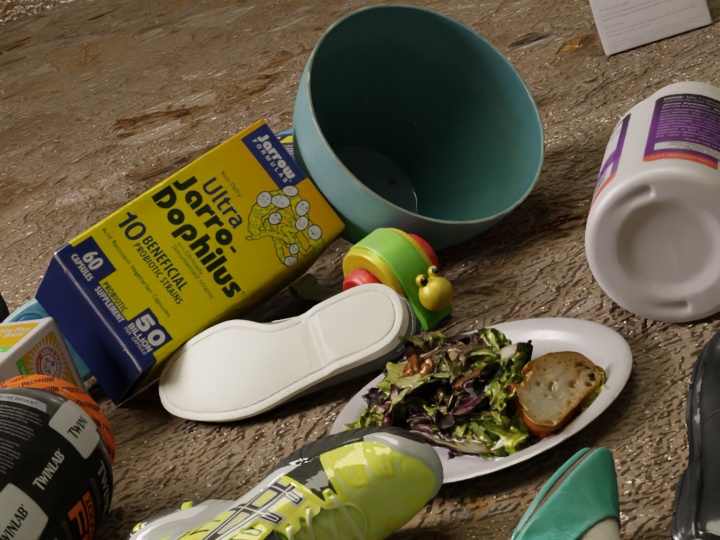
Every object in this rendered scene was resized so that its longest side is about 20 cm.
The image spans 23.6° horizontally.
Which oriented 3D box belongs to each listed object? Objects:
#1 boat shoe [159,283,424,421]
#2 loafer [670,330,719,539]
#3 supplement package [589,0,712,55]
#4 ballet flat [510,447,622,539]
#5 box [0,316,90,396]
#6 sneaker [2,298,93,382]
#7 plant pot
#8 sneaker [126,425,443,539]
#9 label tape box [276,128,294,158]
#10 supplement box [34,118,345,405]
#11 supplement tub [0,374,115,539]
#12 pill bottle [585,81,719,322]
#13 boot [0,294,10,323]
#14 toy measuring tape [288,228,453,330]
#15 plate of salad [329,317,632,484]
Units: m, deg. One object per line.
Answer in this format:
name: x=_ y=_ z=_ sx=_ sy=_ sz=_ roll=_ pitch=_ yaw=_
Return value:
boat shoe: x=-0.047 y=0.066 z=1.217 sx=0.200 sy=0.073 sz=0.062 roll=-20 pitch=-24 yaw=21
loafer: x=0.201 y=0.096 z=0.875 sx=0.070 sy=0.068 sz=0.201 roll=-5 pitch=30 yaw=18
supplement package: x=0.261 y=-0.332 z=1.687 sx=0.109 sy=0.200 sz=0.114 roll=-17 pitch=21 yaw=11
ballet flat: x=0.090 y=0.162 z=0.833 sx=0.070 sy=0.067 sz=0.200 roll=24 pitch=43 yaw=29
box: x=-0.290 y=0.127 z=1.202 sx=0.112 sy=0.101 sz=0.200 roll=-6 pitch=25 yaw=32
sneaker: x=-0.231 y=0.046 z=1.391 sx=0.200 sy=0.080 sz=0.131 roll=-39 pitch=3 yaw=-23
plant pot: x=0.027 y=-0.092 z=1.371 sx=0.200 sy=0.200 sz=0.135 roll=-37 pitch=-8 yaw=-36
sneaker: x=-0.042 y=0.155 z=0.960 sx=0.200 sy=0.075 sz=0.076 roll=-28 pitch=26 yaw=11
label tape box: x=-0.060 y=-0.071 z=1.536 sx=0.143 sy=0.066 sz=0.200 roll=2 pitch=28 yaw=45
supplement box: x=-0.130 y=-0.007 z=1.307 sx=0.200 sy=0.109 sz=0.110 roll=-36 pitch=-4 yaw=-26
supplement tub: x=-0.226 y=0.152 z=1.052 sx=0.122 sy=0.123 sz=0.200 roll=-13 pitch=22 yaw=19
pill bottle: x=0.218 y=-0.056 z=1.168 sx=0.111 sy=0.112 sz=0.200 roll=-13 pitch=22 yaw=20
boot: x=-0.338 y=0.064 z=1.337 sx=0.066 sy=0.165 sz=0.200 roll=20 pitch=35 yaw=16
toy measuring tape: x=0.000 y=0.000 z=1.292 sx=0.074 sy=0.074 sz=0.200 roll=-32 pitch=23 yaw=-28
plate of salad: x=0.071 y=0.071 z=1.079 sx=0.200 sy=0.048 sz=0.200 roll=-18 pitch=21 yaw=7
